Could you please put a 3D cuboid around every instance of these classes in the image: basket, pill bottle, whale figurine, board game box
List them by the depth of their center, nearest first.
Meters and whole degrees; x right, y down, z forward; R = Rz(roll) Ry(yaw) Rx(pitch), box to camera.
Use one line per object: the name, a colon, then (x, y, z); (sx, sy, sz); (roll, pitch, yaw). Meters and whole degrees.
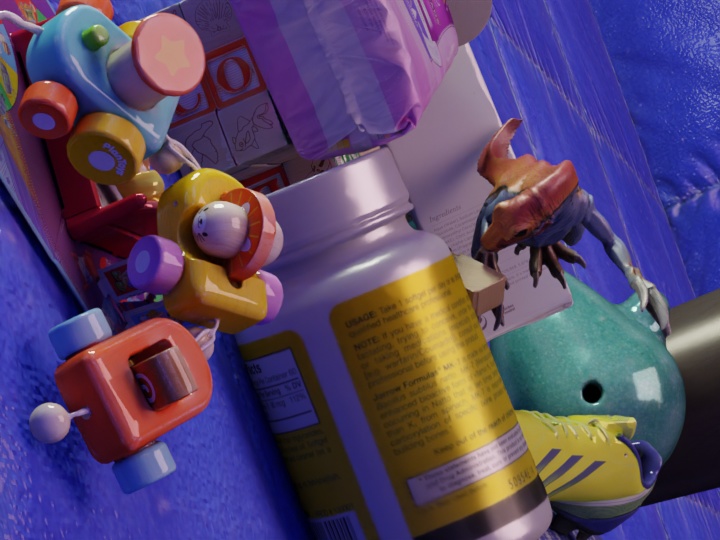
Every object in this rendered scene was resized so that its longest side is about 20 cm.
board game box: (-0.106, -0.052, 0.981); (0.158, 0.039, 0.201); (-90, 156, -57)
pill bottle: (0.007, 0.050, 1.115); (0.114, 0.114, 0.201); (-31, 100, -77)
whale figurine: (0.131, 0.052, 1.504); (0.104, 0.158, 0.201); (74, -10, -82)
basket: (0.209, 0.099, 1.619); (0.180, 0.199, 0.137); (71, 2, -65)

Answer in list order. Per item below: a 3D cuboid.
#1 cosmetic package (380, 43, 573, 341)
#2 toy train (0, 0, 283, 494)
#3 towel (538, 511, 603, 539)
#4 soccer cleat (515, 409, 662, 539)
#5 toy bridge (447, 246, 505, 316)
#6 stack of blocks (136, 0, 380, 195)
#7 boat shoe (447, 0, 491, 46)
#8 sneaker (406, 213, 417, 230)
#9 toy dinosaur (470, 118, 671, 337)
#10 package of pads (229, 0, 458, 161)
cosmetic package: (0.041, -0.055, 1.404); (0.201, 0.081, 0.113); (70, -19, -5)
toy train: (-0.087, -0.024, 0.889); (0.150, 0.055, 0.201); (-19, 84, -53)
towel: (0.120, 0.174, 1.422); (0.200, 0.024, 0.145); (40, 11, -40)
soccer cleat: (0.120, 0.106, 1.369); (0.065, 0.084, 0.200); (53, 11, 30)
toy bridge: (0.037, 0.075, 1.206); (0.027, 0.067, 0.201); (-24, 129, -40)
stack of blocks: (-0.048, -0.084, 1.225); (0.200, 0.058, 0.116); (-12, 80, -77)
boat shoe: (-0.015, -0.193, 1.324); (0.201, 0.074, 0.063); (25, 13, -8)
sneaker: (0.000, 0.000, 1.278); (0.200, 0.071, 0.080); (47, 23, -77)
toy dinosaur: (0.081, -0.032, 1.235); (0.182, 0.104, 0.201); (90, -20, -62)
package of pads: (-0.006, -0.134, 1.176); (0.200, 0.075, 0.121); (-60, 130, -73)
